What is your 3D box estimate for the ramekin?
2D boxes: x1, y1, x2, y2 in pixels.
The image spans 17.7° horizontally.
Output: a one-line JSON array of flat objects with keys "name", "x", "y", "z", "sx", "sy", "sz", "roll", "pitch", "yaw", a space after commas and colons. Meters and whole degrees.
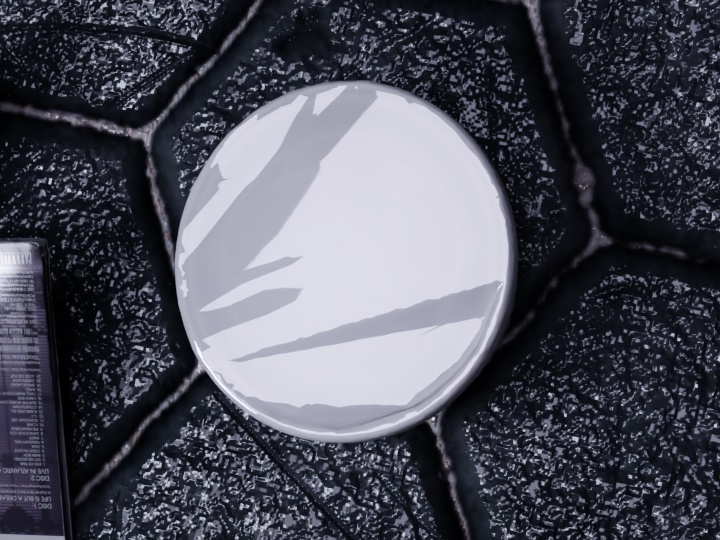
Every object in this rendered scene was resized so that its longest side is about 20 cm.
[{"name": "ramekin", "x": 0.000, "y": 0.000, "z": 1.325, "sx": 0.201, "sy": 0.094, "sz": 0.204, "roll": -2, "pitch": 82, "yaw": 15}]

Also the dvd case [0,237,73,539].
[{"name": "dvd case", "x": -0.250, "y": 0.079, "z": 1.390, "sx": 0.148, "sy": 0.016, "sz": 0.202, "roll": 0, "pitch": 102, "yaw": 15}]
